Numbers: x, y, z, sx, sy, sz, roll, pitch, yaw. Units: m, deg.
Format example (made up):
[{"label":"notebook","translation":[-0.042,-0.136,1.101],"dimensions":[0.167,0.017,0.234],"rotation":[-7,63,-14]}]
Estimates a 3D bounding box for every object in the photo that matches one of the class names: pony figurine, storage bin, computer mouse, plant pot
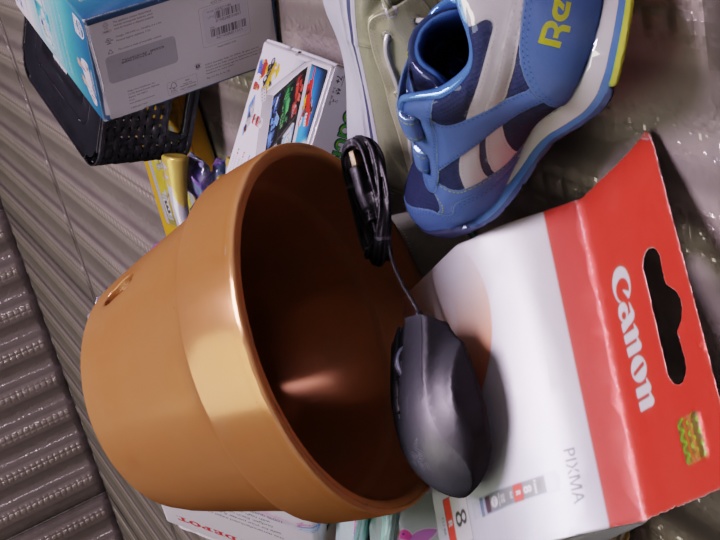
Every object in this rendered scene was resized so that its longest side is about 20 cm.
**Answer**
[{"label":"pony figurine","translation":[-0.125,0.006,0.965],"dimensions":[0.192,0.165,0.203],"rotation":[22,117,51]},{"label":"storage bin","translation":[-0.228,-0.200,1.045],"dimensions":[0.200,0.093,0.137],"rotation":[47,134,39]},{"label":"computer mouse","translation":[0.018,0.020,0.591],"dimensions":[0.059,0.034,0.202],"rotation":[118,138,-57]},{"label":"plant pot","translation":[-0.058,0.049,0.641],"dimensions":[0.139,0.200,0.203],"rotation":[-21,93,29]}]

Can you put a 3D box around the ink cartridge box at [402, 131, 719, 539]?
[{"label":"ink cartridge box","translation":[0.086,0.052,0.557],"dimensions":[0.200,0.049,0.165],"rotation":[128,138,-59]}]

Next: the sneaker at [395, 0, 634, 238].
[{"label":"sneaker","translation":[0.051,-0.082,0.540],"dimensions":[0.200,0.081,0.075],"rotation":[126,156,-60]}]

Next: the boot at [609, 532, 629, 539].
[{"label":"boot","translation":[0.132,0.172,0.642],"dimensions":[0.201,0.071,0.156],"rotation":[56,154,35]}]

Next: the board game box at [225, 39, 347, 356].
[{"label":"board game box","translation":[-0.059,-0.046,0.776],"dimensions":[0.126,0.034,0.203],"rotation":[35,110,60]}]

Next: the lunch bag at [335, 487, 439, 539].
[{"label":"lunch bag","translation":[0.026,0.164,0.778],"dimensions":[0.162,0.076,0.202],"rotation":[-89,6,-46]}]

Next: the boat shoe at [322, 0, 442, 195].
[{"label":"boat shoe","translation":[0.025,-0.128,0.623],"dimensions":[0.061,0.072,0.202],"rotation":[19,137,30]}]

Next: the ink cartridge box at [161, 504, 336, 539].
[{"label":"ink cartridge box","translation":[-0.084,0.138,0.875],"dimensions":[0.143,0.085,0.201],"rotation":[17,146,14]}]

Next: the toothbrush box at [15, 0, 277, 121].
[{"label":"toothbrush box","translation":[-0.170,-0.215,0.870],"dimensions":[0.200,0.145,0.086],"rotation":[48,152,41]}]

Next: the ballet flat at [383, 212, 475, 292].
[{"label":"ballet flat","translation":[0.000,0.000,0.756],"dimensions":[0.199,0.063,0.069],"rotation":[2,104,58]}]

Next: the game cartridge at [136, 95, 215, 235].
[{"label":"game cartridge","translation":[-0.187,-0.114,1.165],"dimensions":[0.176,0.032,0.203],"rotation":[21,131,61]}]
